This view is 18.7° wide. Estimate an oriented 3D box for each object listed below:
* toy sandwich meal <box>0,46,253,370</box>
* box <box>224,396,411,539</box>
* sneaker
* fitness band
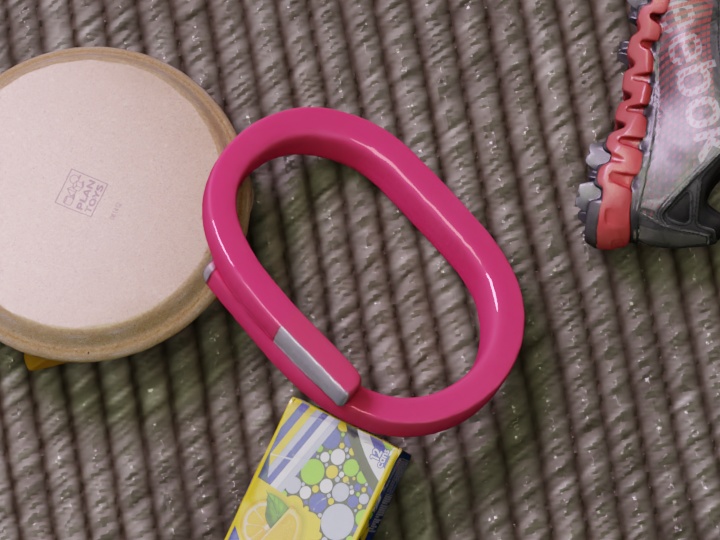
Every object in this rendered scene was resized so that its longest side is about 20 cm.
[{"bbox_3d":[-0.159,-0.030,1.242,0.203,0.070,0.207,0,73,1],"label":"toy sandwich meal"},{"bbox_3d":[-0.046,0.175,1.195,0.070,0.064,0.201,25,85,11],"label":"box"},{"bbox_3d":[0.184,-0.103,1.199,0.097,0.071,0.202,13,86,10],"label":"sneaker"},{"bbox_3d":[0.000,0.000,1.197,0.143,0.037,0.200,-36,79,-32],"label":"fitness band"}]
